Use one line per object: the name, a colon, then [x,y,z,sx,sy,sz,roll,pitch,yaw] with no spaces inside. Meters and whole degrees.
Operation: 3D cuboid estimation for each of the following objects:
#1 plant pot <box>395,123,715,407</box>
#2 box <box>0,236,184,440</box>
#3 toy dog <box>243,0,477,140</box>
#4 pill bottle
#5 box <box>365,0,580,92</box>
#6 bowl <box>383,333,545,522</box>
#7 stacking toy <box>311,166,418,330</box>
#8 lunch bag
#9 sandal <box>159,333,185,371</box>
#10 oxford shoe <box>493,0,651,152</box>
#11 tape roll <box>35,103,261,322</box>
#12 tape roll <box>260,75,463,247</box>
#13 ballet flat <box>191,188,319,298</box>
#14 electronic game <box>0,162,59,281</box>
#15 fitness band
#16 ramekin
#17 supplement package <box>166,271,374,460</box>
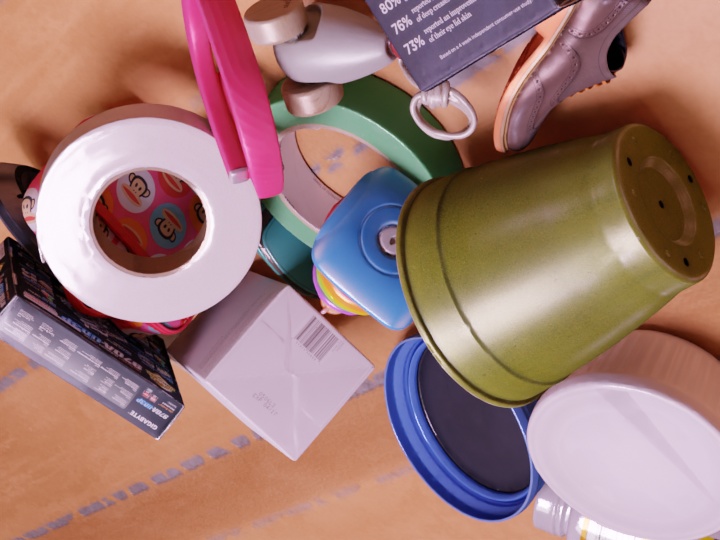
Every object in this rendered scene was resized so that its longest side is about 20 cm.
plant pot: [0.164,-0.019,1.200,0.192,0.201,0.200,-28,115,37]
box: [-0.266,0.062,1.463,0.200,0.046,0.159,37,-172,-25]
toy dog: [0.011,-0.188,1.199,0.198,0.097,0.133,10,133,8]
pill bottle: [0.272,0.243,1.480,0.199,0.110,0.110,17,142,21]
box: [0.061,-0.245,1.013,0.148,0.104,0.201,-24,99,50]
bowl: [0.104,0.148,1.492,0.200,0.039,0.202,31,134,37]
stacking toy: [0.000,0.000,1.338,0.110,0.116,0.200,40,158,-3]
lunch bag: [-0.224,-0.036,1.458,0.082,0.177,0.200,-6,132,47]
sandal: [-0.239,0.066,1.678,0.211,0.078,0.070,34,139,-12]
oxford shoe: [0.153,-0.148,1.136,0.073,0.072,0.200,25,144,2]
tape roll: [-0.187,-0.049,1.358,0.201,0.037,0.204,-2,118,-4]
tape roll: [-0.007,-0.086,1.348,0.199,0.048,0.201,20,144,16]
ballet flat: [-0.094,-0.054,1.450,0.200,0.067,0.070,47,166,-20]
electronic game: [-0.298,-0.033,1.538,0.042,0.200,0.200,-44,106,10]
fitness band: [-0.107,-0.152,1.254,0.144,0.037,0.201,94,157,-64]
ramekin: [0.258,0.142,1.373,0.201,0.094,0.203,18,138,17]
supplement package: [-0.093,0.085,1.492,0.121,0.120,0.200,43,171,-17]
